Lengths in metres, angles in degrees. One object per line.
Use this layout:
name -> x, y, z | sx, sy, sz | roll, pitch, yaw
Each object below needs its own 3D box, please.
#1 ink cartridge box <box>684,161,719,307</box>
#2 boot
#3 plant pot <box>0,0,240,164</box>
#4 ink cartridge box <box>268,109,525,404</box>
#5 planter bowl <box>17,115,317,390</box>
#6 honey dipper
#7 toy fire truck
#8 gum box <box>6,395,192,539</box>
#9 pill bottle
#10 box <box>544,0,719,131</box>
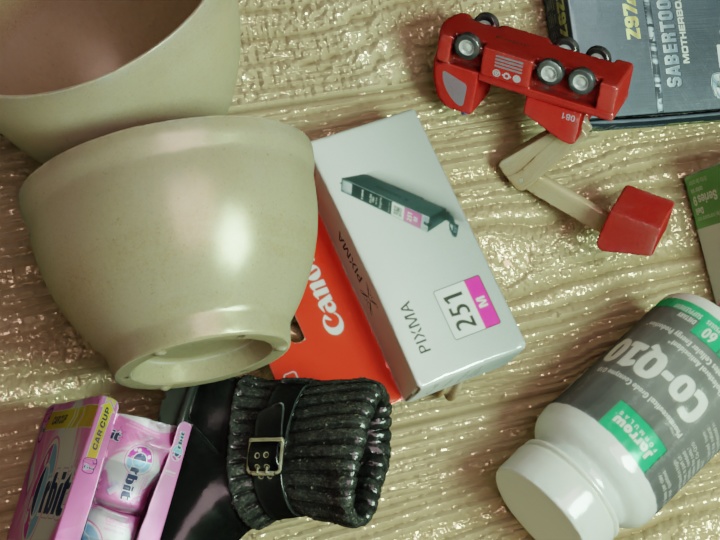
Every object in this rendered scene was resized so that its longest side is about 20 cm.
ink cartridge box -> 0.356, 0.000, 1.465 | 0.145, 0.087, 0.201 | -14, 86, -20
boot -> -0.069, 0.166, 1.258 | 0.157, 0.079, 0.212 | 9, 81, 15
plant pot -> -0.164, -0.133, 1.264 | 0.200, 0.200, 0.135 | -41, 134, -19
ink cartridge box -> 0.000, 0.000, 1.340 | 0.173, 0.044, 0.201 | -19, 77, -23
planter bowl -> -0.117, -0.001, 1.225 | 0.199, 0.200, 0.135 | -6, 72, -20
honey dipper -> -0.020, 0.052, 1.355 | 0.199, 0.038, 0.038 | 17, 78, -13
toy fire truck -> 0.145, -0.103, 1.401 | 0.199, 0.142, 0.049 | 19, 35, 15
gum box -> -0.173, 0.147, 1.199 | 0.066, 0.200, 0.114 | 19, 78, -16
pill bottle -> 0.202, 0.118, 1.380 | 0.200, 0.113, 0.113 | -41, 97, -20
box -> 0.224, -0.213, 1.466 | 0.157, 0.051, 0.201 | -5, 85, -19
